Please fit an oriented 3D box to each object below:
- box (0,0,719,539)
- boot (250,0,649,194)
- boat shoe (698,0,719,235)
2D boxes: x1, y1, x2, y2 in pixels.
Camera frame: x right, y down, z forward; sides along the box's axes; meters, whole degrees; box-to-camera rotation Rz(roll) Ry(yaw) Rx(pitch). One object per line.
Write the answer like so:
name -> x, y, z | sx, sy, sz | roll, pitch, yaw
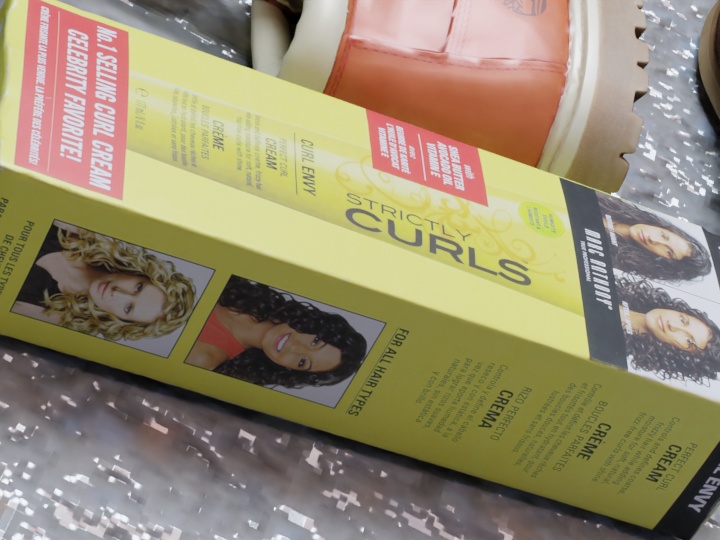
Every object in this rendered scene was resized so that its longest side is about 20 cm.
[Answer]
box -> 0.000, 0.000, 0.654 | 0.200, 0.050, 0.075 | 18, 37, -16
boot -> 0.018, -0.100, 0.776 | 0.107, 0.075, 0.200 | 15, 39, -13
boat shoe -> 0.145, -0.049, 0.806 | 0.070, 0.070, 0.200 | 21, 35, -11
